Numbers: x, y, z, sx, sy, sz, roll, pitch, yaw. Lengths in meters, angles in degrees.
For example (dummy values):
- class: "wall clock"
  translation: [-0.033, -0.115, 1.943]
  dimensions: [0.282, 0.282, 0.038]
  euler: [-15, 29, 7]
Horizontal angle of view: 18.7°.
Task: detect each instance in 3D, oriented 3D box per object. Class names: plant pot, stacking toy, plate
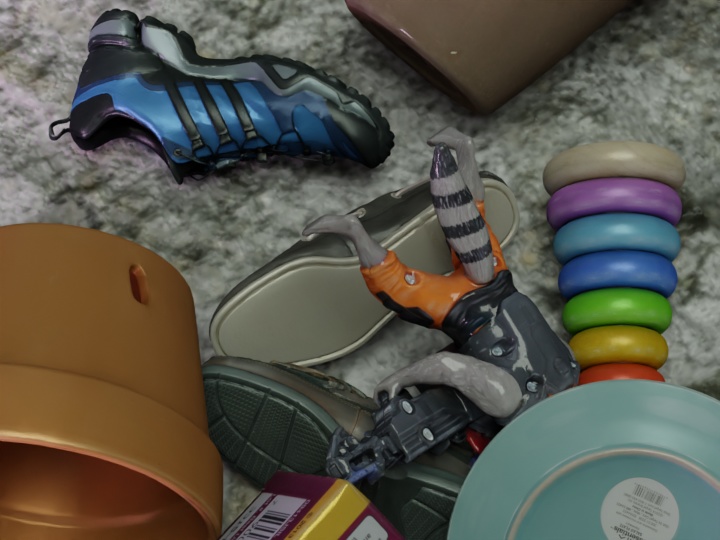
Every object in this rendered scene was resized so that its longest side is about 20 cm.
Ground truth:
- class: "plant pot"
  translation: [-0.164, 0.068, 1.167]
  dimensions: [0.198, 0.201, 0.141]
  euler: [7, 61, -1]
- class: "plant pot"
  translation: [0.085, -0.193, 1.302]
  dimensions: [0.200, 0.200, 0.175]
  euler: [39, 90, 11]
- class: "stacking toy"
  translation: [0.150, 0.032, 1.266]
  dimensions: [0.085, 0.085, 0.202]
  euler: [0, 76, -4]
- class: "plate"
  translation: [0.142, 0.158, 1.144]
  dimensions: [0.198, 0.026, 0.202]
  euler: [1, 97, 7]

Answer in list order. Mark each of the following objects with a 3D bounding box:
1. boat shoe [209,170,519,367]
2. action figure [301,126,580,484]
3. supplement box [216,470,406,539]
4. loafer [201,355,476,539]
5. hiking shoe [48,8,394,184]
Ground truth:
- class: "boat shoe"
  translation: [0.000, 0.000, 1.282]
  dimensions: [0.199, 0.057, 0.067]
  euler: [-27, 108, -9]
- class: "action figure"
  translation: [0.051, 0.039, 1.187]
  dimensions: [0.194, 0.104, 0.200]
  euler: [57, 43, -5]
- class: "supplement box"
  translation: [-0.002, 0.216, 1.102]
  dimensions: [0.131, 0.103, 0.200]
  euler: [-45, 104, -18]
- class: "loafer"
  translation: [-0.004, 0.100, 1.239]
  dimensions: [0.199, 0.072, 0.063]
  euler: [27, 36, 3]
- class: "hiking shoe"
  translation: [-0.078, -0.084, 1.300]
  dimensions: [0.198, 0.074, 0.087]
  euler: [17, 76, 13]
